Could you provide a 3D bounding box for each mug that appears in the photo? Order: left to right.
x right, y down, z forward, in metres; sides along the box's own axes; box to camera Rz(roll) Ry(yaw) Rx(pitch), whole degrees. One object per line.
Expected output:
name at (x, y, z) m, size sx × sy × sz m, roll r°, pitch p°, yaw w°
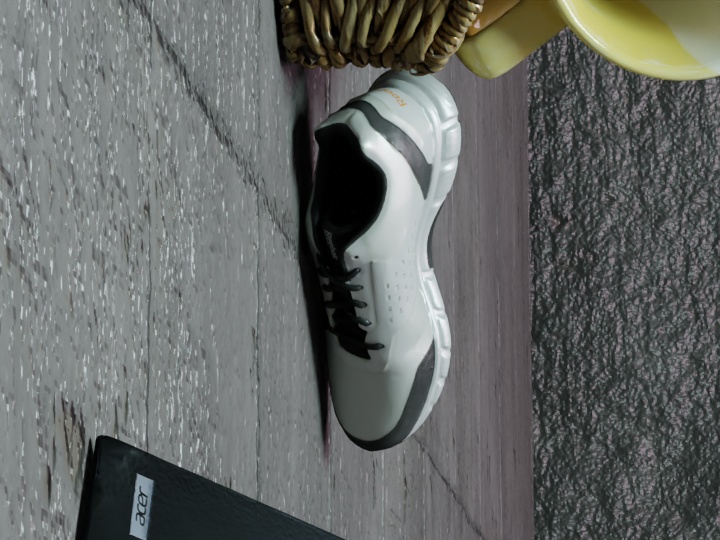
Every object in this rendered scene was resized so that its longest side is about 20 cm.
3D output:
mug at (0.131, -0.186, 1.465) m, size 0.153 × 0.185 × 0.150 m, roll -116°, pitch -158°, yaw -70°

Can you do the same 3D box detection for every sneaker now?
sneaker at (0.000, 0.000, 1.457) m, size 0.080 × 0.073 × 0.201 m, roll -26°, pitch 123°, yaw -51°

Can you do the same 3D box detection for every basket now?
basket at (0.041, -0.177, 1.432) m, size 0.200 × 0.148 × 0.144 m, roll -79°, pitch 166°, yaw -65°

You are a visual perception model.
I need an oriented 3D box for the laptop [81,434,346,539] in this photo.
laptop at (-0.035, 0.185, 0.945) m, size 0.201 × 0.103 × 0.178 m, roll 86°, pitch 7°, yaw -50°
